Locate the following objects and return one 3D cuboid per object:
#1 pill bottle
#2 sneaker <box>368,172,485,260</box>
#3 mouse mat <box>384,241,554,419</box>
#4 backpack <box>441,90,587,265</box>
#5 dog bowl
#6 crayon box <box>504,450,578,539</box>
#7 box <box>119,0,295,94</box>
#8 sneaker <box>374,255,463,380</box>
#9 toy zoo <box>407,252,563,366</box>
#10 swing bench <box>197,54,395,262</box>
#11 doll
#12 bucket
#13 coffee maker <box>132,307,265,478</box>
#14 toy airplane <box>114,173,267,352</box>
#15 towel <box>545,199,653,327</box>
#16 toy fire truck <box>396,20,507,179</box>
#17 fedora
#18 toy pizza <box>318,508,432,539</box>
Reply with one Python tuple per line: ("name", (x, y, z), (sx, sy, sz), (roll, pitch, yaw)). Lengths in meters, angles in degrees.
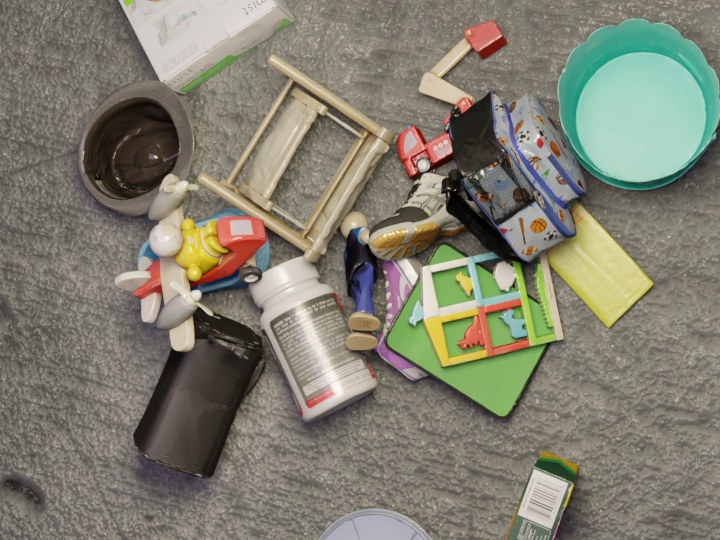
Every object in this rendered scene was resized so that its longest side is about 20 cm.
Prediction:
("pill bottle", (-0.067, 0.090, 1.702), (0.113, 0.114, 0.202), (-27, 81, 12))
("sneaker", (0.079, -0.079, 1.658), (0.088, 0.198, 0.076), (59, 145, 15))
("mouse mat", (0.148, 0.079, 1.657), (0.198, 0.008, 0.162), (32, 83, -6))
("backpack", (0.199, -0.115, 1.586), (0.152, 0.201, 0.192), (-23, 119, 20))
("dog bowl", (-0.225, -0.018, 1.765), (0.197, 0.049, 0.113), (-14, 93, 20))
("crayon box", (0.212, 0.339, 1.587), (0.058, 0.172, 0.203), (21, 92, 11))
("box", (-0.222, -0.379, 1.771), (0.198, 0.097, 0.178), (-31, 81, 11))
("sneaker", (0.048, 0.051, 1.697), (0.113, 0.073, 0.203), (-30, 81, 14))
("toy zoo", (0.157, 0.046, 1.647), (0.197, 0.020, 0.133), (-12, 89, -8))
("swing bench", (-0.079, -0.147, 1.711), (0.199, 0.130, 0.200), (34, 95, 8))
("doll", (0.000, 0.000, 1.678), (0.048, 0.138, 0.202), (1, 49, -6))
("bucket", (0.350, -0.202, 1.595), (0.204, 0.135, 0.211), (-1, 86, 15))
("coffee maker", (-0.223, 0.165, 1.699), (0.133, 0.192, 0.203), (22, 94, 5))
("toy airplane", (-0.239, -0.017, 1.645), (0.199, 0.141, 0.201), (28, 81, 33))
("towel", (0.289, -0.027, 1.666), (0.086, 0.018, 0.200), (-44, 79, 14))
("toy fire truck", (0.124, -0.227, 1.699), (0.198, 0.049, 0.143), (-28, 81, 13))
("fedora", (-0.300, -0.168, 1.785), (0.199, 0.090, 0.179), (-33, 78, 18))
("toy pizza", (0.023, 0.423, 1.706), (0.197, 0.032, 0.204), (-1, 86, 15))
